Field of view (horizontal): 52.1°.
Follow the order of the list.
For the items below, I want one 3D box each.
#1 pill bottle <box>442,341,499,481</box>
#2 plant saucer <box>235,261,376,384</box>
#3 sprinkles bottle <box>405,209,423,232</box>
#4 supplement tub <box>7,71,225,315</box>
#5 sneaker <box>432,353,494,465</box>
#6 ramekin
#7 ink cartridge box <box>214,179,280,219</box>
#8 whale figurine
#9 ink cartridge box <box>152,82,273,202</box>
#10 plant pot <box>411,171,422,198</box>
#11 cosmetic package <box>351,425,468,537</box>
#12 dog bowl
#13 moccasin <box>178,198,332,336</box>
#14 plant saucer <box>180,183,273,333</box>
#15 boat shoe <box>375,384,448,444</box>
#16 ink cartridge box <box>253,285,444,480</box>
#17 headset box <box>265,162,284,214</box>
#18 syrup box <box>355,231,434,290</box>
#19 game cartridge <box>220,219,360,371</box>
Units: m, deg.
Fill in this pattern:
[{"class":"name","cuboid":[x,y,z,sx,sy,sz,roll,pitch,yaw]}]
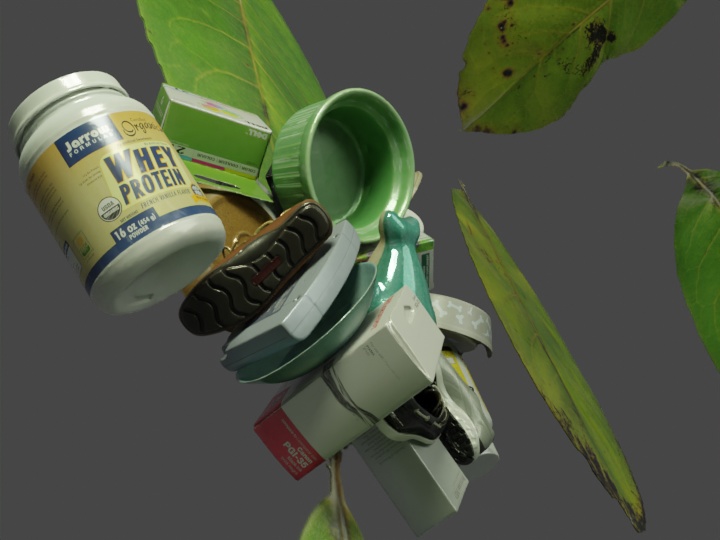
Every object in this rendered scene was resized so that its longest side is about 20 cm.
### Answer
[{"class":"pill bottle","cuboid":[0.140,0.221,1.157,0.111,0.111,0.202,32,26,-46]},{"class":"plant saucer","cuboid":[-0.052,0.069,0.827,0.039,0.199,0.202,52,17,-15]},{"class":"sprinkles bottle","cuboid":[0.033,-0.008,1.176,0.067,0.201,0.069,15,42,-14]},{"class":"supplement tub","cuboid":[-0.239,-0.075,0.719,0.201,0.144,0.144,55,18,9]},{"class":"sneaker","cuboid":[0.125,0.178,1.070,0.079,0.074,0.202,-16,72,-41]},{"class":"ramekin","cuboid":[-0.026,-0.138,1.003,0.198,0.097,0.204,-2,93,-43]},{"class":"ink cartridge box","cuboid":[-0.162,-0.066,1.049,0.109,0.050,0.201,44,21,-27]},{"class":"whale figurine","cuboid":[0.052,0.029,0.945,0.102,0.204,0.158,10,-1,37]},{"class":"ink cartridge box","cuboid":[-0.190,-0.169,0.971,0.146,0.077,0.200,14,18,-27]},{"class":"plant pot","cuboid":[-0.012,-0.160,1.410,0.182,0.201,0.201,36,20,-9]},{"class":"cosmetic package","cuboid":[0.053,0.234,0.982,0.201,0.071,0.101,55,18,4]},{"class":"dog bowl","cuboid":[0.130,0.094,1.239,0.199,0.197,0.060,33,64,-46]},{"class":"moccasin","cuboid":[-0.120,-0.005,0.826,0.074,0.202,0.078,45,-9,-14]},{"class":"plant saucer","cuboid":[-0.150,-0.022,0.912,0.199,0.035,0.203,31,48,-39]},{"class":"boat shoe","cuboid":[0.077,0.173,0.939,0.074,0.060,0.199,55,16,27]},{"class":"ink cartridge box","cuboid":[-0.008,0.122,0.830,0.083,0.199,0.147,50,18,-4]},{"class":"headset box","cuboid":[-0.069,-0.103,1.154,0.175,0.091,0.203,-89,161,-68]},{"class":"syrup box","cuboid":[0.000,0.000,1.027,0.081,0.197,0.080,40,-42,54]},{"class":"game cartridge","cuboid":[-0.072,0.024,0.839,0.041,0.132,0.201,46,39,-15]}]
